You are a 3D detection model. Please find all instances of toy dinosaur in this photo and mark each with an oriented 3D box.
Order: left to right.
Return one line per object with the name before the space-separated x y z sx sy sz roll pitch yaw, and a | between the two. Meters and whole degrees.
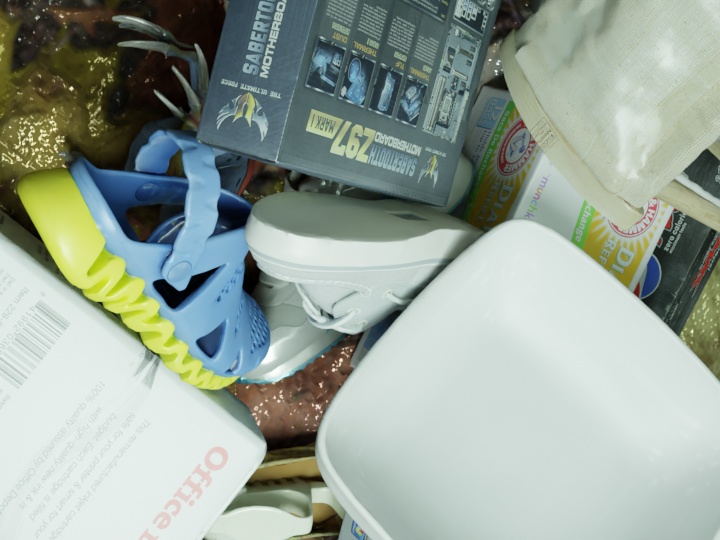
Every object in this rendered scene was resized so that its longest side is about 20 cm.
toy dinosaur | -0.077 -0.086 0.774 0.181 0.106 0.200 -34 149 10

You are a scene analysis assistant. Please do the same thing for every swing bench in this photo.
swing bench | 0.214 -0.117 0.752 0.198 0.131 0.199 10 141 -32

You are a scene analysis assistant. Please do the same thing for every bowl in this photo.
bowl | 0.088 0.099 0.753 0.200 0.075 0.200 43 65 4

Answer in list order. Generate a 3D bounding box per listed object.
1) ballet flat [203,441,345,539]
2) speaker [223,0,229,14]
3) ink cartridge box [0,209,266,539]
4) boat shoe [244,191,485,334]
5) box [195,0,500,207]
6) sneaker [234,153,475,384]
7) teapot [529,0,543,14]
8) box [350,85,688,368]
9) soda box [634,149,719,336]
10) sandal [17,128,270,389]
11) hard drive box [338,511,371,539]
ballet flat | -0.029 0.140 0.883 0.198 0.071 0.072 -1 103 -24
speaker | -0.044 -0.215 0.781 0.080 0.081 0.203 -13 108 -21
ink cartridge box | -0.171 0.083 0.770 0.200 0.084 0.146 40 90 -16
boat shoe | 0.000 0.000 0.752 0.200 0.071 0.069 -8 118 -66
box | 0.006 -0.122 0.715 0.199 0.051 0.160 7 98 -63
sneaker | -0.022 -0.020 0.845 0.200 0.076 0.081 -50 118 -16
teapot | 0.175 -0.212 0.848 0.196 0.147 0.200 -28 144 20
box | 0.095 0.001 0.878 0.101 0.112 0.202 25 90 -26
soda box | 0.202 -0.024 0.934 0.202 0.063 0.071 -62 156 1
sandal | -0.084 -0.005 0.715 0.087 0.080 0.200 -34 151 3
hard drive box | 0.102 0.196 0.837 0.155 0.200 0.078 -10 126 -37
